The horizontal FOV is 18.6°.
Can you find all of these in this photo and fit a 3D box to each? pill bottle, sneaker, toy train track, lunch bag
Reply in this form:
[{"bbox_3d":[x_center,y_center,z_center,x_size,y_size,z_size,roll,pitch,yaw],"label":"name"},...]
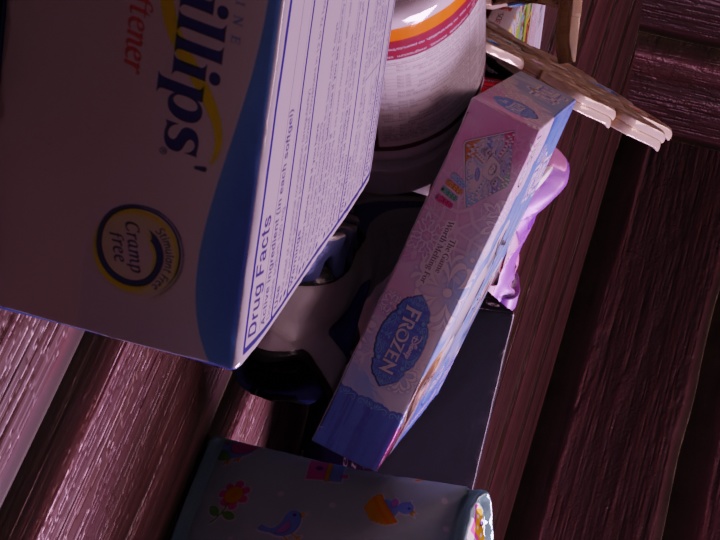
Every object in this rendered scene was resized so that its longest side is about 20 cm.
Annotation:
[{"bbox_3d":[0.011,-0.125,1.131,0.200,0.109,0.110,84,21,-65],"label":"pill bottle"},{"bbox_3d":[-0.029,0.010,1.216,0.199,0.080,0.116,-30,137,-68],"label":"sneaker"},{"bbox_3d":[0.083,-0.010,1.526,0.200,0.088,0.081,-45,-160,29],"label":"sneaker"},{"bbox_3d":[0.113,-0.194,1.457,0.200,0.032,0.116,-175,-89,-72],"label":"toy train track"},{"bbox_3d":[-0.028,0.208,1.168,0.122,0.169,0.201,79,25,-51],"label":"lunch bag"}]

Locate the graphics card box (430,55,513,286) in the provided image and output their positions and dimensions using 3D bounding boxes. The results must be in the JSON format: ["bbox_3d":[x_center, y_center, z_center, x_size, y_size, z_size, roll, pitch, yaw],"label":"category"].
[{"bbox_3d":[0.058,-0.080,1.429,0.200,0.051,0.126,-119,-140,-69],"label":"graphics card box"}]

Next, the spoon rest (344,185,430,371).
[{"bbox_3d":[0.000,0.000,1.352,0.099,0.060,0.201,-35,-155,49],"label":"spoon rest"}]

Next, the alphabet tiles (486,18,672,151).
[{"bbox_3d":[0.105,-0.133,1.407,0.195,0.200,0.015,19,104,-42],"label":"alphabet tiles"}]

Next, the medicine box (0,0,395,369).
[{"bbox_3d":[-0.053,-0.093,0.815,0.200,0.102,0.183,-57,158,-63],"label":"medicine box"}]

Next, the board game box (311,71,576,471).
[{"bbox_3d":[0.051,-0.006,1.212,0.200,0.043,0.200,-66,174,13],"label":"board game box"}]

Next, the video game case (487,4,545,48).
[{"bbox_3d":[0.108,-0.132,1.672,0.182,0.023,0.201,-65,164,-50],"label":"video game case"}]

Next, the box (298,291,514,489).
[{"bbox_3d":[0.022,0.096,1.425,0.141,0.078,0.201,-132,-128,-68],"label":"box"}]

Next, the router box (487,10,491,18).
[{"bbox_3d":[0.078,-0.096,1.757,0.200,0.049,0.180,86,19,-60],"label":"router box"}]
